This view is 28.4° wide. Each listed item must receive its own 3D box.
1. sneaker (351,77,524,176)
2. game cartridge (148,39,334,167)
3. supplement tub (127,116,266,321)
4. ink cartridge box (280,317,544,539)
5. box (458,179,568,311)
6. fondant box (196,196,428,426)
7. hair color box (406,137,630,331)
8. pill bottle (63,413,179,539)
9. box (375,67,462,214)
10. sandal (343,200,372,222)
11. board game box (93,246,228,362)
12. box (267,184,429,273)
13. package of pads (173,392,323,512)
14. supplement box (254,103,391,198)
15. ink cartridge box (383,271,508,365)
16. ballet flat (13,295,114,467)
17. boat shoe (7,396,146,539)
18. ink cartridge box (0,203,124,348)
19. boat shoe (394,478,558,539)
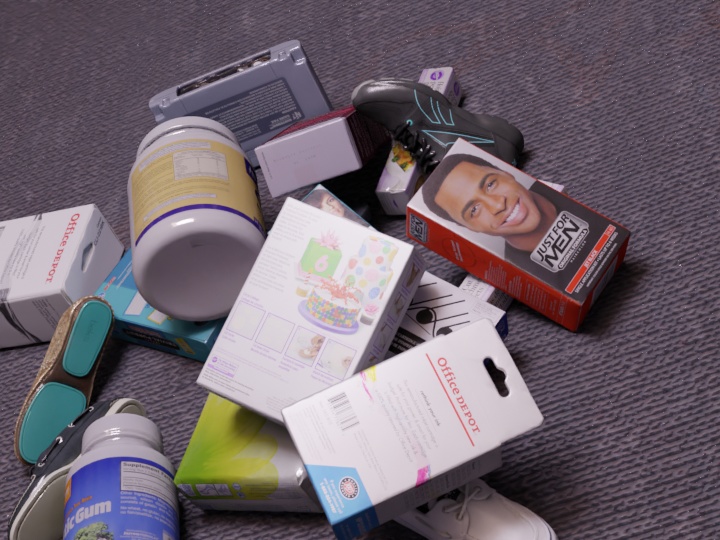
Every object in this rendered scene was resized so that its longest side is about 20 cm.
[{"bbox_3d":[0.081,-0.147,1.549,0.199,0.075,0.080,20,71,-6],"label":"sneaker"},{"bbox_3d":[-0.138,-0.188,1.725,0.199,0.133,0.042,-20,43,10],"label":"game cartridge"},{"bbox_3d":[-0.178,-0.059,1.543,0.145,0.146,0.200,-22,42,9],"label":"supplement tub"},{"bbox_3d":[0.046,0.136,1.229,0.199,0.068,0.115,-24,65,-5],"label":"ink cartridge box"},{"bbox_3d":[0.151,-0.009,1.456,0.041,0.039,0.200,16,59,39],"label":"box"},{"bbox_3d":[-0.044,0.049,1.341,0.144,0.058,0.200,22,81,25],"label":"fondant box"},{"bbox_3d":[0.154,-0.037,1.409,0.200,0.061,0.102,30,66,17],"label":"hair color box"},{"bbox_3d":[-0.231,0.239,1.377,0.112,0.112,0.200,-22,42,10],"label":"pill bottle"},{"bbox_3d":[0.068,-0.149,1.629,0.039,0.041,0.200,0,49,28],"label":"box"},{"bbox_3d":[-0.057,0.005,1.567,0.200,0.043,0.076,-52,38,-13],"label":"sandal"},{"bbox_3d":[-0.197,0.020,1.621,0.200,0.047,0.151,12,56,37],"label":"board game box"},{"bbox_3d":[0.000,0.000,1.483,0.082,0.049,0.200,-44,60,-11],"label":"box"},{"bbox_3d":[-0.079,0.145,1.416,0.154,0.068,0.200,-4,48,28],"label":"package of pads"},{"bbox_3d":[-0.039,-0.143,1.607,0.109,0.061,0.200,-17,11,15],"label":"supplement box"},{"bbox_3d":[0.035,0.043,1.386,0.200,0.044,0.094,28,66,25],"label":"ink cartridge box"},{"bbox_3d":[-0.329,0.123,1.578,0.065,0.070,0.200,-4,58,63],"label":"ballet flat"},{"bbox_3d":[-0.306,0.208,1.480,0.066,0.075,0.200,10,54,39],"label":"boat shoe"},{"bbox_3d":[-0.402,0.011,1.718,0.199,0.084,0.145,-10,45,23],"label":"ink cartridge box"},{"bbox_3d":[0.083,0.212,1.259,0.200,0.065,0.074,14,57,38],"label":"boat shoe"}]
